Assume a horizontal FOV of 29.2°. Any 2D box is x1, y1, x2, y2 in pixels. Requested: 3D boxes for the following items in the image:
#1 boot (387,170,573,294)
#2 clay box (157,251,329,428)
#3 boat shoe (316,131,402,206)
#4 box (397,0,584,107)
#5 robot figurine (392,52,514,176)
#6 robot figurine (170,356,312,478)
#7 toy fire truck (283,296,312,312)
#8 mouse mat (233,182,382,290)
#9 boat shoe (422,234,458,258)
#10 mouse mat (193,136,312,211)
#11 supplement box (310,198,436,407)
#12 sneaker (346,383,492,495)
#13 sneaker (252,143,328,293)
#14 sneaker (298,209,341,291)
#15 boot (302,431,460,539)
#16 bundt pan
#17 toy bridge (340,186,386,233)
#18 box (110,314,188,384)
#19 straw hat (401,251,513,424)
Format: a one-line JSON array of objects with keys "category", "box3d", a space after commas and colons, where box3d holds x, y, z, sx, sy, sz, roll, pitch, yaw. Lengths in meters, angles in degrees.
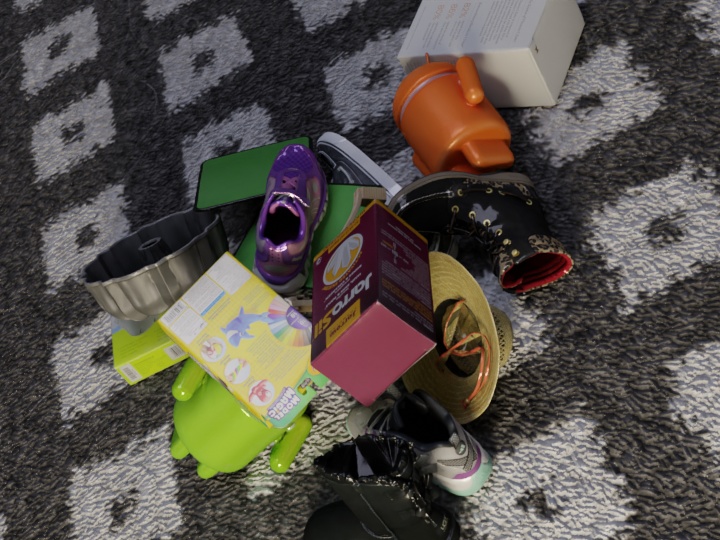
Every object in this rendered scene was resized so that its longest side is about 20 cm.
[{"category": "boot", "box3d": [0.142, -0.043, 1.618, 0.197, 0.074, 0.151, -5, 44, -24]}, {"category": "clay box", "box3d": [-0.116, 0.083, 1.525, 0.199, 0.048, 0.115, 40, 76, 23]}, {"category": "boat shoe", "box3d": [-0.009, -0.113, 1.817, 0.068, 0.072, 0.200, -41, 51, -8]}, {"category": "box", "box3d": [0.174, -0.306, 1.834, 0.198, 0.107, 0.154, 3, 55, 33]}, {"category": "robot figurine", "box3d": [0.115, -0.185, 1.749, 0.116, 0.144, 0.201, -31, 56, -5]}, {"category": "robot figurine", "box3d": [-0.139, 0.155, 1.611, 0.200, 0.175, 0.116, -41, 20, 26]}, {"category": "toy fire truck", "box3d": [-0.094, 0.065, 1.660, 0.141, 0.198, 0.049, -38, 57, 38]}, {"category": "mouse mat", "box3d": [-0.073, -0.046, 1.719, 0.198, 0.008, 0.162, 6, 58, 43]}, {"category": "boat shoe", "box3d": [0.056, 0.021, 1.664, 0.070, 0.064, 0.202, 3, 56, 32]}, {"category": "mouse mat", "box3d": [-0.139, -0.129, 1.821, 0.159, 0.008, 0.201, -13, 24, 3]}, {"category": "supplement box", "box3d": [0.012, 0.031, 1.482, 0.110, 0.085, 0.201, -43, 24, 24]}, {"category": "sneaker", "box3d": [0.044, 0.159, 1.500, 0.198, 0.140, 0.078, 16, 63, 39]}, {"category": "sneaker", "box3d": [-0.085, -0.076, 1.658, 0.079, 0.089, 0.202, 4, 58, 6]}, {"category": "sneaker", "box3d": [-0.060, 0.002, 1.750, 0.199, 0.077, 0.089, -36, 72, 19]}, {"category": "boot", "box3d": [-0.001, 0.241, 1.444, 0.196, 0.163, 0.074, -6, 49, 27]}, {"category": "bundt pan", "box3d": [-0.253, -0.002, 1.762, 0.200, 0.077, 0.202, -22, 18, 8]}, {"category": "toy bridge", "box3d": [0.000, 0.000, 1.623, 0.066, 0.027, 0.203, 3, 73, -15]}, {"category": "box", "box3d": [-0.277, 0.044, 1.861, 0.121, 0.048, 0.202, -25, 46, 10]}, {"category": "straw hat", "box3d": [0.124, 0.075, 1.556, 0.084, 0.203, 0.201, -6, 32, -33]}]
